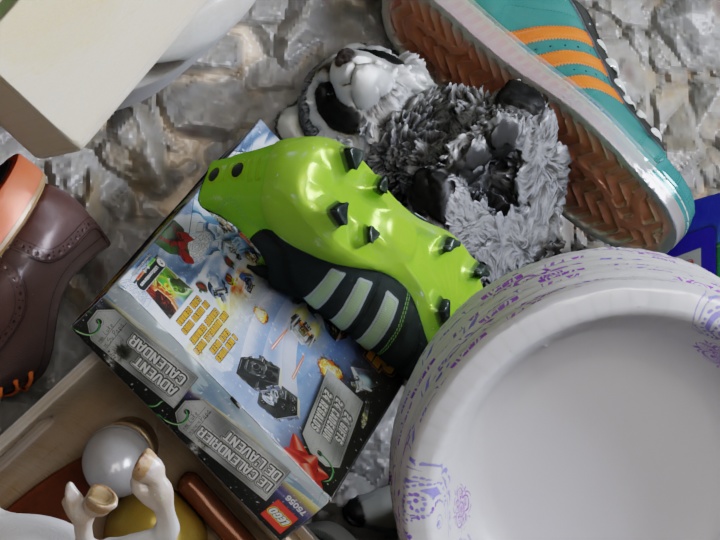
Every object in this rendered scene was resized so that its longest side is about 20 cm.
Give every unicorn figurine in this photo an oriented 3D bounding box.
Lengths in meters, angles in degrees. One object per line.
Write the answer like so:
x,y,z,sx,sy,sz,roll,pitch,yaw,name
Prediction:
-0.133,0.133,1.179,0.200,0.138,0.074,32,43,22,unicorn figurine

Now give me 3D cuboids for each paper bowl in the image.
0.112,0.088,1.226,0.200,0.104,0.202,-1,106,-4,paper bowl

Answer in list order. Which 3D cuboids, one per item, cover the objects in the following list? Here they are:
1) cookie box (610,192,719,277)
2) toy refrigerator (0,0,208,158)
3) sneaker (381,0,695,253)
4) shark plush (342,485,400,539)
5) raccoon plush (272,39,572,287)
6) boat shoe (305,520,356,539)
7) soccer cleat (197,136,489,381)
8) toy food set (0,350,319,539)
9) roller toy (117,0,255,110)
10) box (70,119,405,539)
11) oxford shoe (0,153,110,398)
0.217,0.041,1.326,0.075,0.200,0.172,28,57,-41,cookie box
-0.095,-0.147,1.188,0.070,0.076,0.200,43,76,-15,toy refrigerator
0.106,-0.094,1.379,0.080,0.071,0.200,-35,72,-33,sneaker
0.074,0.126,1.364,0.200,0.091,0.084,-34,112,-44,shark plush
0.031,-0.026,1.370,0.097,0.134,0.201,-32,125,-33,raccoon plush
-0.006,0.219,1.283,0.060,0.076,0.201,-12,70,-52,boat shoe
0.000,0.000,1.253,0.200,0.081,0.068,47,51,-46,soccer cleat
-0.098,0.150,1.233,0.143,0.060,0.200,-42,91,12,toy food set
-0.131,-0.176,1.290,0.183,0.140,0.200,48,66,-6,roller toy
-0.043,0.023,1.275,0.137,0.040,0.200,46,29,-5,box
-0.184,0.043,1.262,0.072,0.071,0.200,36,69,-17,oxford shoe
